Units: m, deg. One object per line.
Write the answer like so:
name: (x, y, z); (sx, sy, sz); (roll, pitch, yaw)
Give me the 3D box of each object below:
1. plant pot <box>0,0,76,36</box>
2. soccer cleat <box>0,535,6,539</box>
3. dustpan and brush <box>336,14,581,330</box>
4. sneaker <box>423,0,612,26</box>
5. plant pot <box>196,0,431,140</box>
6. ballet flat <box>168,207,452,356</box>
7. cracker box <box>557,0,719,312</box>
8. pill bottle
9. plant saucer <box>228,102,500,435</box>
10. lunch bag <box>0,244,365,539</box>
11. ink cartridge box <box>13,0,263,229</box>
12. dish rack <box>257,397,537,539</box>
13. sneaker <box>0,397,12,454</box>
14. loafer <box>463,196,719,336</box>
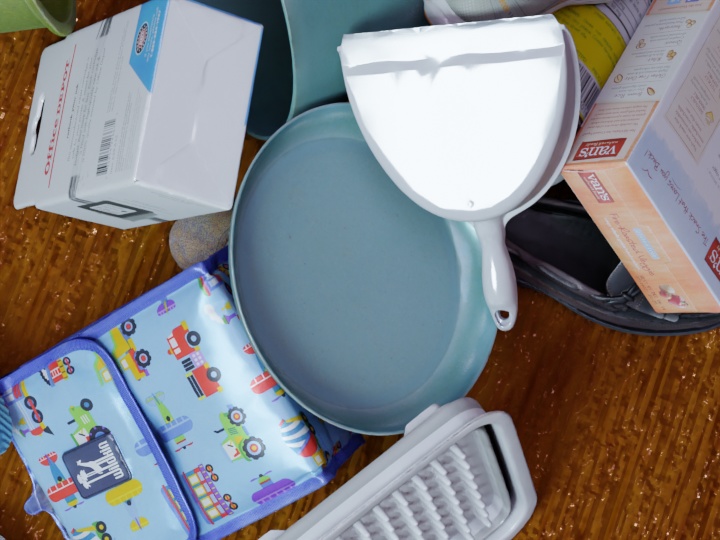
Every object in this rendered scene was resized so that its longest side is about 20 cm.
plant pot: (-0.299, -0.214, 1.279); (0.190, 0.200, 0.200); (-17, 81, 6)
soccer cleat: (-0.282, 0.172, 1.260); (0.200, 0.078, 0.069); (28, 75, -19)
dustpan and brush: (0.070, -0.052, 1.225); (0.139, 0.057, 0.200); (-4, 106, 17)
sneaker: (0.132, -0.198, 1.218); (0.200, 0.092, 0.076); (-34, 81, -28)
plant pot: (-0.021, -0.202, 1.285); (0.161, 0.201, 0.201); (-22, 82, -21)
ballet flat: (-0.028, 0.007, 1.305); (0.200, 0.067, 0.068); (23, 79, 0)
cracker box: (0.214, -0.090, 1.285); (0.134, 0.058, 0.200); (52, 54, -31)
pill bottle: (0.126, -0.157, 1.313); (0.109, 0.109, 0.200); (31, 63, 2)
plant saucer: (0.000, 0.000, 1.235); (0.200, 0.027, 0.201); (9, 75, -35)
lunch bag: (-0.125, 0.096, 1.265); (0.200, 0.094, 0.151); (-30, 93, 18)
ink cartridge box: (-0.140, -0.091, 1.269); (0.067, 0.200, 0.116); (14, 80, -28)
dish rack: (0.011, 0.162, 1.242); (0.200, 0.172, 0.044); (-37, 58, -9)
sneaker: (-0.288, 0.045, 1.272); (0.081, 0.076, 0.200); (-38, 64, 28)
loafer: (0.151, -0.007, 1.323); (0.200, 0.063, 0.072); (16, 78, -1)
